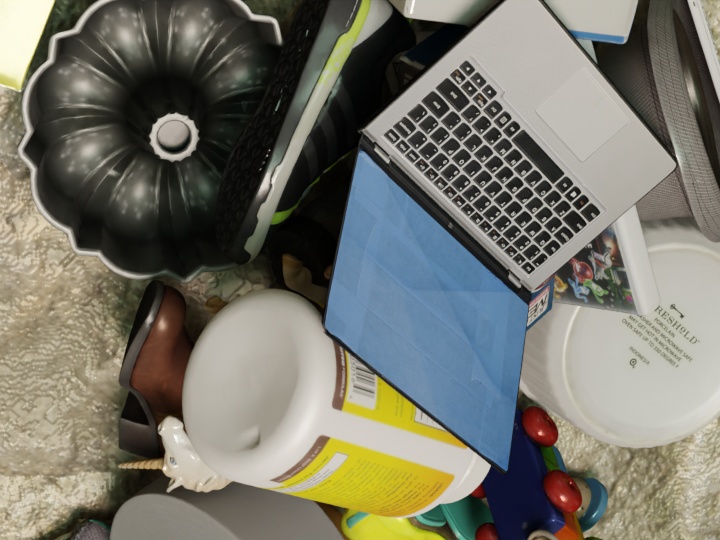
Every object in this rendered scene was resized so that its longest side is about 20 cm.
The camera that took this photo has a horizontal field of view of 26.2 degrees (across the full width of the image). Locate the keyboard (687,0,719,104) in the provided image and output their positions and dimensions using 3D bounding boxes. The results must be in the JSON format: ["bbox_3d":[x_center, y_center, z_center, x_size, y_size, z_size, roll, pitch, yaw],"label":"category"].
[{"bbox_3d":[0.258,-0.150,1.121,0.011,0.056,0.201,-15,115,20],"label":"keyboard"}]

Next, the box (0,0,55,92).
[{"bbox_3d":[-0.201,-0.219,0.974,0.050,0.075,0.201,21,103,-20],"label":"box"}]

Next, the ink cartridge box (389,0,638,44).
[{"bbox_3d":[0.077,-0.213,0.975,0.143,0.200,0.085,5,111,-15],"label":"ink cartridge box"}]

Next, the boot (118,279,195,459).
[{"bbox_3d":[-0.065,0.090,1.069,0.198,0.069,0.189,12,134,0],"label":"boot"}]

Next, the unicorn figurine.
[{"bbox_3d":[-0.062,0.069,0.981,0.198,0.074,0.138,-17,130,-13],"label":"unicorn figurine"}]

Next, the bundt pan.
[{"bbox_3d":[-0.129,-0.099,1.034,0.200,0.076,0.204,-5,112,-12],"label":"bundt pan"}]

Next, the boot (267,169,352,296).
[{"bbox_3d":[0.000,0.000,1.099,0.132,0.070,0.201,-47,159,-31],"label":"boot"}]

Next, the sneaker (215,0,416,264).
[{"bbox_3d":[-0.022,-0.087,0.984,0.082,0.072,0.201,22,100,-27],"label":"sneaker"}]

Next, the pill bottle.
[{"bbox_3d":[-0.004,0.085,0.919,0.199,0.109,0.110,24,105,-48],"label":"pill bottle"}]

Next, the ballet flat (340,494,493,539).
[{"bbox_3d":[0.043,0.191,1.157,0.067,0.067,0.200,-33,154,14],"label":"ballet flat"}]

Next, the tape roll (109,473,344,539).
[{"bbox_3d":[-0.083,0.225,1.070,0.066,0.199,0.202,-33,120,-39],"label":"tape roll"}]

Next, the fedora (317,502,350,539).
[{"bbox_3d":[-0.043,0.231,1.151,0.082,0.200,0.202,-33,120,-39],"label":"fedora"}]

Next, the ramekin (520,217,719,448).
[{"bbox_3d":[0.208,0.040,1.157,0.200,0.094,0.204,-4,111,-11],"label":"ramekin"}]

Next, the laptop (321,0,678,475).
[{"bbox_3d":[0.089,-0.020,0.897,0.200,0.116,0.187,-41,130,11],"label":"laptop"}]

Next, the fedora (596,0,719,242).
[{"bbox_3d":[0.198,-0.102,1.074,0.090,0.201,0.178,-15,122,20],"label":"fedora"}]

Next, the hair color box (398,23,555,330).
[{"bbox_3d":[0.078,-0.053,1.025,0.060,0.100,0.201,-38,143,-34],"label":"hair color box"}]

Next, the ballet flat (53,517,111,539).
[{"bbox_3d":[-0.251,0.259,1.153,0.072,0.072,0.200,41,97,-23],"label":"ballet flat"}]

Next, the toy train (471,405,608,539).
[{"bbox_3d":[0.151,0.204,1.149,0.085,0.201,0.115,-41,123,19],"label":"toy train"}]

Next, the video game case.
[{"bbox_3d":[0.106,-0.069,1.055,0.023,0.181,0.201,-35,118,-33],"label":"video game case"}]
